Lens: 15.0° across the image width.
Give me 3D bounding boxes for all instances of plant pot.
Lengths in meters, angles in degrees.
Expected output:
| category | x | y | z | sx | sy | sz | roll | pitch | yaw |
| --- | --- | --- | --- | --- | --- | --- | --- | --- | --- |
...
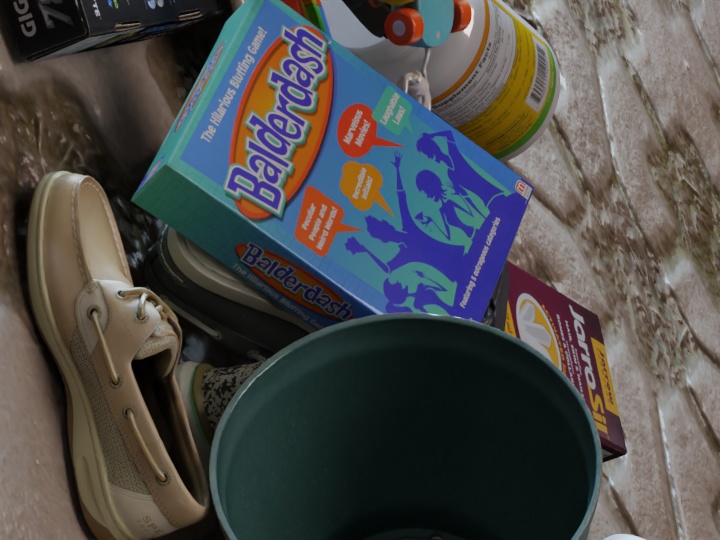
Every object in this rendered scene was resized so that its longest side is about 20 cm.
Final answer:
| category | x | y | z | sx | sy | sz | roll | pitch | yaw |
| --- | --- | --- | --- | --- | --- | --- | --- | --- | --- |
| plant pot | 0.025 | 0.141 | 1.429 | 0.135 | 0.199 | 0.201 | 87 | 5 | -46 |

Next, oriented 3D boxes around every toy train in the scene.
| category | x | y | z | sx | sy | sz | roll | pitch | yaw |
| --- | --- | --- | --- | --- | --- | --- | --- | --- | --- |
| toy train | -0.003 | -0.181 | 1.593 | 0.151 | 0.055 | 0.200 | -62 | 144 | -28 |

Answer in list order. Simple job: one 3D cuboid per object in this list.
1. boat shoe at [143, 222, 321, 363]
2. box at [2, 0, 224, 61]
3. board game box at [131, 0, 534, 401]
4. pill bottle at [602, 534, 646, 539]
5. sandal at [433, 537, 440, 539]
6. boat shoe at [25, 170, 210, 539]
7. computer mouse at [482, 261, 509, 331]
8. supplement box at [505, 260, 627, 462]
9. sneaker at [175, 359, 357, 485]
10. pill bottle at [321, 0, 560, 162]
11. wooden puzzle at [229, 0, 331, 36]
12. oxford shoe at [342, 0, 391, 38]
| category | x | y | z | sx | sy | sz | roll | pitch | yaw |
| --- | --- | --- | --- | --- | --- | --- | --- | --- | --- |
| boat shoe | -0.032 | 0.030 | 1.531 | 0.199 | 0.062 | 0.073 | 31 | 51 | -20 |
| box | -0.162 | -0.225 | 1.541 | 0.201 | 0.049 | 0.198 | 71 | 19 | -3 |
| board game box | -0.011 | -0.042 | 1.514 | 0.200 | 0.045 | 0.153 | 35 | 49 | -13 |
| pill bottle | 0.112 | 0.245 | 1.609 | 0.200 | 0.112 | 0.113 | -39 | 110 | -35 |
| sandal | 0.032 | 0.179 | 1.556 | 0.199 | 0.055 | 0.082 | -5 | 79 | -23 |
| boat shoe | -0.120 | 0.039 | 1.404 | 0.072 | 0.065 | 0.201 | 20 | 54 | -62 |
| computer mouse | 0.069 | 0.019 | 1.697 | 0.201 | 0.052 | 0.139 | -97 | 166 | -44 |
| supplement box | 0.098 | 0.068 | 1.854 | 0.200 | 0.085 | 0.111 | 28 | 47 | -59 |
| sneaker | -0.030 | 0.104 | 1.527 | 0.200 | 0.088 | 0.077 | 40 | 38 | -51 |
| pill bottle | 0.050 | -0.154 | 1.893 | 0.200 | 0.111 | 0.112 | 32 | 44 | -56 |
| wooden puzzle | -0.060 | -0.198 | 1.704 | 0.185 | 0.046 | 0.201 | -34 | 103 | -82 |
| oxford shoe | -0.025 | -0.223 | 1.677 | 0.084 | 0.073 | 0.200 | 49 | -5 | 35 |
